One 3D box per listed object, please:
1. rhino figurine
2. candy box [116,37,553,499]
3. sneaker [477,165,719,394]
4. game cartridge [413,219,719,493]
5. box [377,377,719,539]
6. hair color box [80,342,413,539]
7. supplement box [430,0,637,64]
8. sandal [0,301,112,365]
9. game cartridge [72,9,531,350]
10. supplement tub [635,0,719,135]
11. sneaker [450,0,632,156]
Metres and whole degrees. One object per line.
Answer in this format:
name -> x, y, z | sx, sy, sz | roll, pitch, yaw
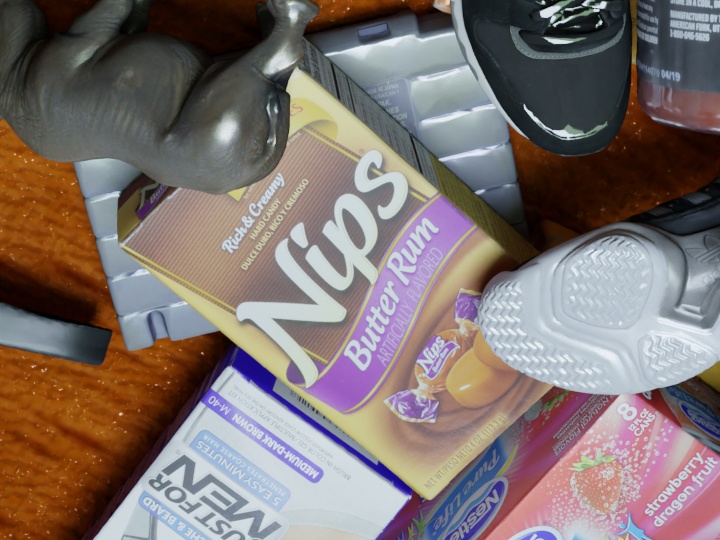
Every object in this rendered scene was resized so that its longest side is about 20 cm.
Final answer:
rhino figurine -> -0.108, -0.086, 0.983 | 0.199, 0.060, 0.088 | 14, 85, 29
candy box -> 0.000, 0.000, 1.046 | 0.200, 0.057, 0.117 | 40, 106, -21
sneaker -> 0.152, -0.011, 1.020 | 0.199, 0.114, 0.076 | -14, 114, 14
game cartridge -> 0.133, 0.087, 1.155 | 0.199, 0.032, 0.177 | 24, 111, -19
box -> 0.086, 0.128, 1.097 | 0.100, 0.096, 0.200 | 36, 107, -21
hair color box -> -0.074, 0.140, 1.124 | 0.109, 0.065, 0.200 | 36, 109, -6
supplement box -> 0.129, -0.128, 1.027 | 0.199, 0.067, 0.069 | 16, 110, -15
sandal -> -0.209, 0.000, 1.057 | 0.200, 0.075, 0.048 | 14, 88, -21
game cartridge -> -0.028, -0.045, 1.068 | 0.199, 0.038, 0.130 | -13, 113, 0
supplement tub -> 0.165, -0.160, 0.932 | 0.106, 0.107, 0.201 | -2, 105, -6
sneaker -> 0.075, -0.137, 0.932 | 0.075, 0.088, 0.201 | -13, 107, -6
